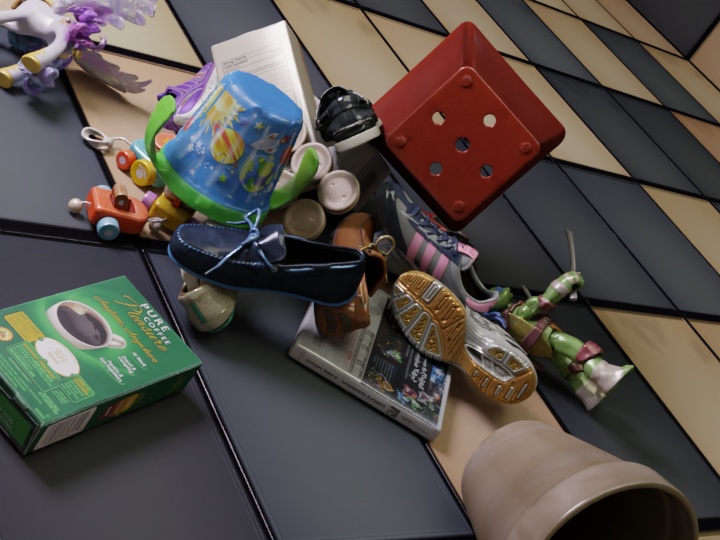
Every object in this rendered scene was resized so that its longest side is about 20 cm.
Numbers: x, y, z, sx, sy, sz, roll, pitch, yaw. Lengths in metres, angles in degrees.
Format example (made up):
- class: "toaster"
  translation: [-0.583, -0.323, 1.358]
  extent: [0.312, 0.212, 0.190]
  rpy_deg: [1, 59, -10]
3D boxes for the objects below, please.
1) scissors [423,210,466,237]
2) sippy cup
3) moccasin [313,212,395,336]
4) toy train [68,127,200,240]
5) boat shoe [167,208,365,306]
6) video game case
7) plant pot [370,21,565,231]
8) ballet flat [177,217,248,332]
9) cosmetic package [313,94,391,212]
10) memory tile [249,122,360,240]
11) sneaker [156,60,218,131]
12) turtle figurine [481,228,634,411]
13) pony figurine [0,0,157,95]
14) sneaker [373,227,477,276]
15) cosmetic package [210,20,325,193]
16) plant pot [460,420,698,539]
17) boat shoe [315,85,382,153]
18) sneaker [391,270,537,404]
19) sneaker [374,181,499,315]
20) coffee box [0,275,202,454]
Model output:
- class: "scissors"
  translation: [0.065, -0.089, 1.603]
  extent: [0.200, 0.014, 0.073]
  rpy_deg: [37, 31, 7]
- class: "sippy cup"
  translation: [-0.131, -0.136, 1.220]
  extent: [0.140, 0.130, 0.178]
  rpy_deg: [40, 23, 12]
- class: "moccasin"
  translation: [0.000, -0.002, 1.267]
  extent: [0.078, 0.074, 0.201]
  rpy_deg: [0, 27, 9]
- class: "toy train"
  translation: [-0.243, -0.105, 1.254]
  extent: [0.150, 0.056, 0.200]
  rpy_deg: [18, 33, -29]
- class: "boat shoe"
  translation: [-0.090, -0.023, 1.144]
  extent: [0.200, 0.069, 0.084]
  rpy_deg: [8, 42, -25]
- class: "video game case"
  translation: [0.021, 0.085, 1.280]
  extent: [0.182, 0.023, 0.200]
  rpy_deg: [31, 28, -6]
- class: "plant pot"
  translation: [0.124, -0.165, 1.403]
  extent: [0.200, 0.200, 0.176]
  rpy_deg: [47, 13, -7]
- class: "ballet flat"
  translation: [-0.155, -0.017, 1.191]
  extent: [0.062, 0.067, 0.200]
  rpy_deg: [53, 17, -32]
- class: "cosmetic package"
  translation: [-0.063, -0.176, 1.489]
  extent: [0.200, 0.081, 0.113]
  rpy_deg: [41, 1, 16]
- class: "memory tile"
  translation: [-0.108, -0.108, 1.320]
  extent: [0.200, 0.153, 0.017]
  rpy_deg: [49, -1, 22]
- class: "sneaker"
  translation: [-0.212, -0.224, 1.450]
  extent: [0.083, 0.081, 0.200]
  rpy_deg: [2, 21, 1]
- class: "turtle figurine"
  translation: [0.265, 0.065, 1.441]
  extent: [0.194, 0.144, 0.200]
  rpy_deg: [47, 34, 13]
- class: "pony figurine"
  translation: [-0.350, -0.283, 1.342]
  extent: [0.193, 0.167, 0.200]
  rpy_deg: [30, 43, 7]
- class: "sneaker"
  translation: [0.082, -0.019, 1.462]
  extent: [0.072, 0.072, 0.200]
  rpy_deg: [0, -11, 41]
- class: "cosmetic package"
  translation: [-0.107, -0.191, 1.394]
  extent: [0.071, 0.105, 0.200]
  rpy_deg: [49, 27, -68]
- class: "plant pot"
  translation: [0.185, 0.235, 1.078]
  extent: [0.200, 0.200, 0.174]
  rpy_deg: [15, 18, -32]
- class: "boat shoe"
  translation: [-0.020, -0.181, 1.321]
  extent: [0.199, 0.074, 0.066]
  rpy_deg: [-90, 156, -77]
- class: "sneaker"
  translation: [0.118, 0.078, 1.315]
  extent: [0.200, 0.076, 0.088]
  rpy_deg: [43, 13, 9]
- class: "sneaker"
  translation: [0.093, -0.028, 1.347]
  extent: [0.200, 0.082, 0.070]
  rpy_deg: [57, 33, -17]
- class: "coffee box"
  translation: [-0.244, 0.077, 0.989]
  extent: [0.123, 0.044, 0.200]
  rpy_deg: [44, 30, 15]
